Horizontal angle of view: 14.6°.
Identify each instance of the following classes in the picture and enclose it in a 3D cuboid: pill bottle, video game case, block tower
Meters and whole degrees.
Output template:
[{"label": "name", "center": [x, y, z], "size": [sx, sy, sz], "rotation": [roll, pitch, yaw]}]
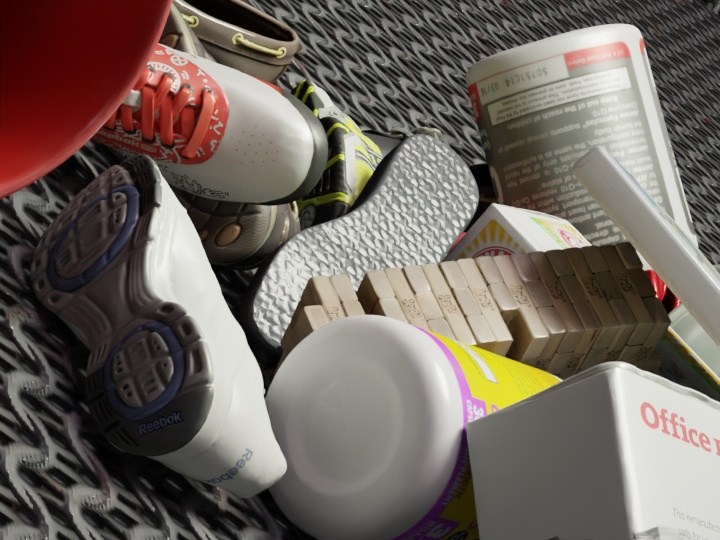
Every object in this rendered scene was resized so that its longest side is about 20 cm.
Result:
[{"label": "pill bottle", "center": [0.049, 0.088, 1.310], "size": [0.200, 0.104, 0.104], "rotation": [20, 27, -53]}, {"label": "pill bottle", "center": [0.143, -0.043, 1.743], "size": [0.114, 0.114, 0.200], "rotation": [-5, 80, -69]}, {"label": "video game case", "center": [0.194, 0.034, 1.418], "size": [0.200, 0.022, 0.182], "rotation": [51, 6, 20]}, {"label": "block tower", "center": [0.057, 0.030, 1.384], "size": [0.200, 0.058, 0.054], "rotation": [-6, 53, -27]}]

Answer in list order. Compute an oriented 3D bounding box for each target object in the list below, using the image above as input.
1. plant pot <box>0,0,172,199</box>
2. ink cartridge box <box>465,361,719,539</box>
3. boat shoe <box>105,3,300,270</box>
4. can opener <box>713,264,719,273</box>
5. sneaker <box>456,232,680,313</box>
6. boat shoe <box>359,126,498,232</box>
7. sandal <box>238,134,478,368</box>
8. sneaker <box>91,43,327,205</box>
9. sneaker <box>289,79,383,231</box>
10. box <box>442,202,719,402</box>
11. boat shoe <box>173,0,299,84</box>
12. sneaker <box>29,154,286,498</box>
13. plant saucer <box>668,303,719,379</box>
[{"label": "plant pot", "center": [-0.204, -0.150, 1.212], "size": [0.200, 0.201, 0.177], "rotation": [24, 12, -47]}, {"label": "ink cartridge box", "center": [0.128, 0.157, 1.207], "size": [0.145, 0.083, 0.200], "rotation": [24, 52, -47]}, {"label": "boat shoe", "center": [-0.093, -0.073, 1.486], "size": [0.073, 0.074, 0.200], "rotation": [36, 22, -56]}, {"label": "can opener", "center": [0.220, 0.096, 1.623], "size": [0.053, 0.066, 0.200], "rotation": [38, 49, -63]}, {"label": "sneaker", "center": [0.131, 0.023, 1.659], "size": [0.078, 0.116, 0.200], "rotation": [18, 28, -55]}, {"label": "boat shoe", "center": [0.028, -0.069, 1.756], "size": [0.200, 0.063, 0.073], "rotation": [27, 22, -43]}, {"label": "sandal", "center": [0.001, 0.000, 1.458], "size": [0.076, 0.043, 0.200], "rotation": [50, 41, -2]}, {"label": "sneaker", "center": [-0.121, -0.084, 1.376], "size": [0.201, 0.067, 0.108], "rotation": [27, 12, 20]}, {"label": "sneaker", "center": [-0.010, -0.045, 1.582], "size": [0.076, 0.075, 0.200], "rotation": [36, 18, -19]}, {"label": "box", "center": [0.119, 0.072, 1.510], "size": [0.200, 0.113, 0.101], "rotation": [47, 17, 23]}, {"label": "boat shoe", "center": [-0.125, -0.164, 1.648], "size": [0.200, 0.060, 0.072], "rotation": [34, 18, -26]}, {"label": "sneaker", "center": [-0.088, 0.028, 1.243], "size": [0.087, 0.074, 0.200], "rotation": [44, 17, -40]}, {"label": "plant saucer", "center": [0.240, 0.094, 1.553], "size": [0.200, 0.200, 0.050], "rotation": [44, -6, 7]}]
